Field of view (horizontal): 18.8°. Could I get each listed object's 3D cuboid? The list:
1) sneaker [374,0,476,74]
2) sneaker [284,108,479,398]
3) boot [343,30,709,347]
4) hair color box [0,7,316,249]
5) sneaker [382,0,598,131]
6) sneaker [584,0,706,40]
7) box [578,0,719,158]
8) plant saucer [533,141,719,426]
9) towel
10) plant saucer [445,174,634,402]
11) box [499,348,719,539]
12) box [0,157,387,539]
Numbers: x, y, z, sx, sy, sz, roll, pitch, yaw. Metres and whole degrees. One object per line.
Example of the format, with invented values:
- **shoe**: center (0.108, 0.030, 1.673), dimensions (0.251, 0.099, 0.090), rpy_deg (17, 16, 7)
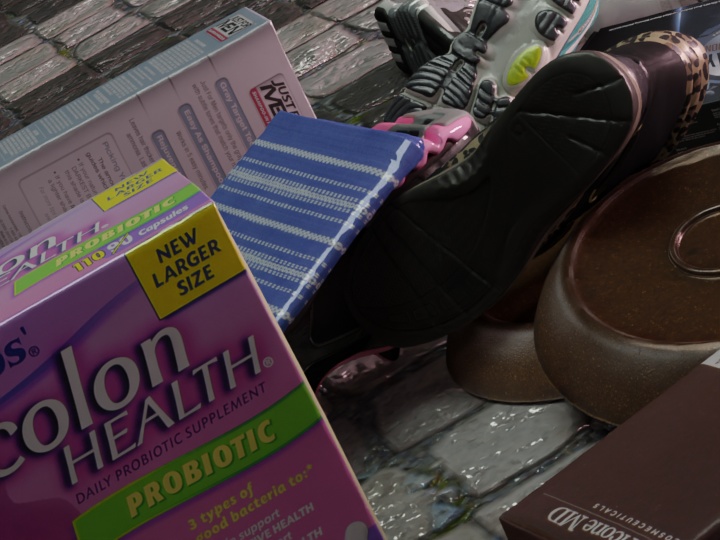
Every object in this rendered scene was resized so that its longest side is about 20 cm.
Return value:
- **sneaker**: center (0.086, -0.180, 1.520), dimensions (0.115, 0.075, 0.200), rpy_deg (-27, 20, -7)
- **sneaker**: center (0.000, 0.000, 1.159), dimensions (0.200, 0.095, 0.079), rpy_deg (-46, 22, -9)
- **boot**: center (0.090, -0.047, 1.109), dimensions (0.200, 0.073, 0.150), rpy_deg (-49, -11, 30)
- **hair color box**: center (-0.123, -0.057, 1.237), dimensions (0.199, 0.099, 0.061), rpy_deg (-29, 21, -8)
- **sneaker**: center (0.082, -0.105, 1.323), dimensions (0.077, 0.080, 0.200), rpy_deg (39, 91, 23)
- **sneaker**: center (0.235, -0.190, 1.379), dimensions (0.199, 0.075, 0.089), rpy_deg (-24, 33, 3)
- **box**: center (0.202, -0.108, 1.254), dimensions (0.199, 0.044, 0.160), rpy_deg (-11, 25, 35)
- **plant saucer**: center (0.172, -0.004, 1.004), dimensions (0.199, 0.035, 0.201), rpy_deg (-16, 35, 11)
- **towel**: center (-0.059, 0.003, 1.109), dimensions (0.200, 0.024, 0.145), rpy_deg (-53, 30, -13)
- **plant saucer**: center (0.129, -0.002, 1.114), dimensions (0.200, 0.032, 0.200), rpy_deg (-24, 21, 10)
- **box**: center (0.164, 0.076, 0.835), dimensions (0.200, 0.075, 0.100), rpy_deg (-36, 23, -19)
- **box**: center (-0.107, 0.085, 0.954), dimensions (0.175, 0.201, 0.097), rpy_deg (-30, 21, -10)
